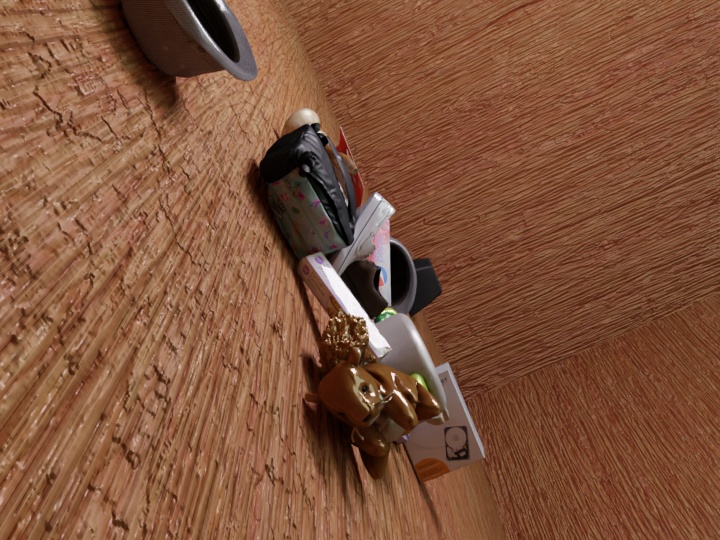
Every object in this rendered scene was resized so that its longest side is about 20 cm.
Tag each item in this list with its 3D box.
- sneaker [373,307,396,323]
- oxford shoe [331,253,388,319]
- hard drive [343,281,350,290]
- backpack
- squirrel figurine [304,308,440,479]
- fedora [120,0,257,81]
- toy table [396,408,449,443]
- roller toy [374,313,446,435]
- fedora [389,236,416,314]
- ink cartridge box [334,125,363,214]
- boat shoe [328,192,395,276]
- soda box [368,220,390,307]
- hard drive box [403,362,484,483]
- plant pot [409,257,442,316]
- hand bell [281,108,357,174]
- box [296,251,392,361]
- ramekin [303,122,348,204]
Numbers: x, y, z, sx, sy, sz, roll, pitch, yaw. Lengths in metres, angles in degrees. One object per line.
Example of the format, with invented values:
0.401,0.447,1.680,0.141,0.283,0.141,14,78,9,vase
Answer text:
0.066,0.192,1.452,0.083,0.073,0.205,-24,99,-59,sneaker
0.000,0.000,1.267,0.203,0.083,0.073,63,11,17,oxford shoe
0.001,0.115,1.294,0.201,0.026,0.134,55,12,-45,hard drive
-0.085,-0.121,1.048,0.203,0.124,0.168,63,23,-25,backpack
-0.010,0.159,0.862,0.201,0.141,0.186,55,10,35,squirrel figurine
-0.216,-0.296,0.758,0.180,0.089,0.200,68,13,17,fedora
0.095,0.245,1.243,0.186,0.115,0.202,-102,167,-46,toy table
0.053,0.183,1.087,0.201,0.137,0.186,72,-7,-69,roller toy
0.047,0.020,1.549,0.090,0.173,0.206,-178,-101,-67,fedora
-0.045,-0.187,1.382,0.201,0.049,0.165,99,-26,-65,ink cartridge box
0.001,-0.054,1.218,0.065,0.202,0.073,34,-8,-11,boat shoe
0.026,-0.014,1.432,0.063,0.068,0.206,-25,-118,60,soda box
0.159,0.328,1.358,0.077,0.153,0.204,-18,84,-81,hard drive box
0.257,0.053,2.794,0.200,0.174,0.203,-80,145,-75,plant pot
-0.070,-0.253,1.327,0.199,0.104,0.105,40,-9,35,hand bell
-0.027,0.062,1.003,0.038,0.042,0.202,-21,70,-46,box
-0.092,-0.167,1.201,0.206,0.093,0.202,64,2,-5,ramekin
